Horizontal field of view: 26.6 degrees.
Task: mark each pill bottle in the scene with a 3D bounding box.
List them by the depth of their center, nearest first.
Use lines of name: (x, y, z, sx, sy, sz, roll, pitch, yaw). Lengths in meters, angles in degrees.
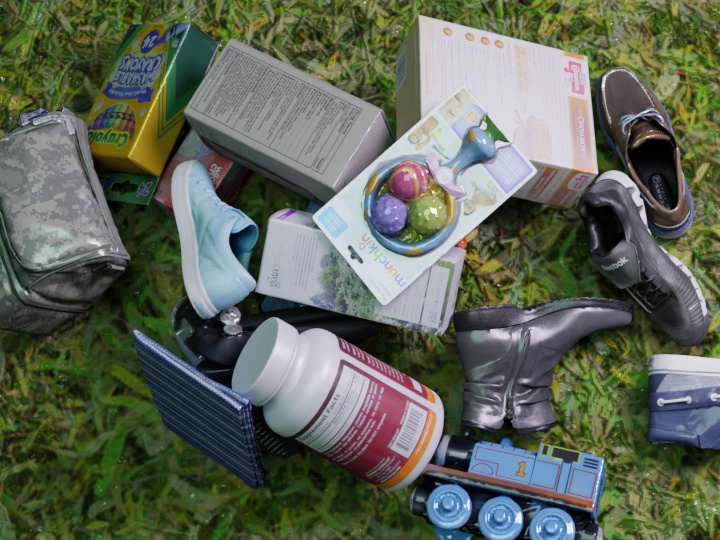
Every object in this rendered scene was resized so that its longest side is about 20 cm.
pill bottle: (-0.024, 0.129, 1.515, 0.199, 0.113, 0.114, 31, 78, -21)

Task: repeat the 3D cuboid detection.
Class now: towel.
towel: (-0.159, 0.142, 1.548, 0.144, 0.201, 0.024, 31, 65, 19)

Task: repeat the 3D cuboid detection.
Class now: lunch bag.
lunch bag: (-0.344, -0.054, 1.652, 0.167, 0.139, 0.202, -30, 69, 19)

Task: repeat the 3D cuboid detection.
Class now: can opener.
can opener: (-0.077, 0.064, 1.572, 0.197, 0.079, 0.064, -14, 45, -13)

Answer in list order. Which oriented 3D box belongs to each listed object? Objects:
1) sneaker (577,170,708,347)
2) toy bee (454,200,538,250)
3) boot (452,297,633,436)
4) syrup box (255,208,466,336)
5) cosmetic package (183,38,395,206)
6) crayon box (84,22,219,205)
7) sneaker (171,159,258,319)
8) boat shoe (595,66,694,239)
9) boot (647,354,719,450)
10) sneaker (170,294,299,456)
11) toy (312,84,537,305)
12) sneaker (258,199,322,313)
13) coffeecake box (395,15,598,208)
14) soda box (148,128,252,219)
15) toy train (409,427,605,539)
sneaker: (0.280, -0.004, 1.553, 0.066, 0.090, 0.202, -35, 81, 38)
toy bee: (0.082, -0.064, 1.603, 0.198, 0.109, 0.132, -22, 114, 18)
boot: (0.190, 0.098, 1.563, 0.197, 0.070, 0.134, -6, 85, -8)
syrup box: (0.000, 0.000, 1.546, 0.197, 0.081, 0.080, 13, 103, 9)
cosmetic package: (-0.073, -0.148, 1.602, 0.199, 0.087, 0.104, 29, 78, 23)
crayon box: (-0.248, -0.178, 1.707, 0.125, 0.051, 0.202, 8, 72, 49)
sneaker: (-0.143, -0.041, 1.581, 0.081, 0.074, 0.202, -20, 53, 9)
boat shoe: (0.305, -0.137, 1.612, 0.071, 0.072, 0.202, -22, 71, 2)
boot: (0.385, 0.137, 1.523, 0.197, 0.073, 0.092, 2, 80, 19)
sneaker: (-0.130, 0.110, 1.624, 0.074, 0.088, 0.201, -37, 94, -17)
toy: (0.060, -0.076, 1.472, 0.199, 0.047, 0.115, -40, 81, 1)
sneaker: (-0.063, -0.033, 1.647, 0.089, 0.078, 0.203, 11, 75, 17)
coffeecake box: (0.140, -0.165, 1.591, 0.197, 0.073, 0.155, 11, 58, -17)
soda box: (-0.149, -0.141, 1.702, 0.069, 0.063, 0.201, 29, 81, 17)
toy train: (0.151, 0.225, 1.528, 0.197, 0.087, 0.116, 11, 66, 16)
